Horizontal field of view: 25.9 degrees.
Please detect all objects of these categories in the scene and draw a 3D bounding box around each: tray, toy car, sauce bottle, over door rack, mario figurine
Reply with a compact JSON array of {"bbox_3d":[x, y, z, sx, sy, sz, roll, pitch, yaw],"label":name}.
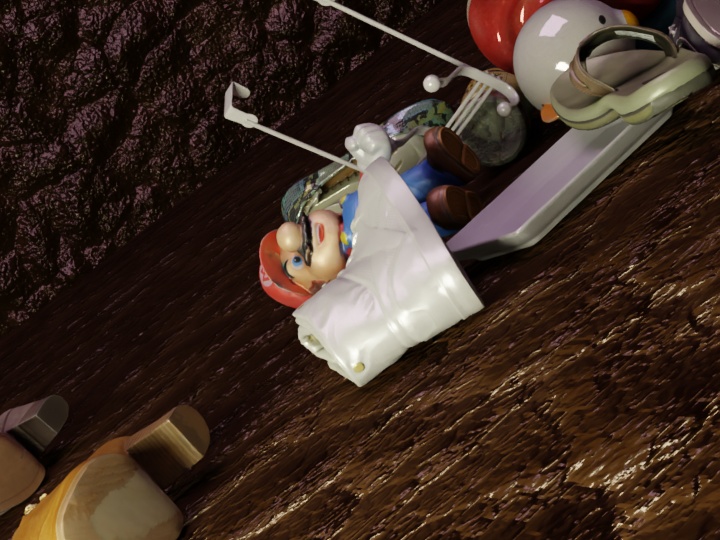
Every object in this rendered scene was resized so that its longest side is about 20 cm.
[{"bbox_3d":[0.142,-0.066,1.070,0.200,0.022,0.107,-42,11,-28],"label":"tray"},{"bbox_3d":[0.178,-0.189,1.225,0.176,0.184,0.201,-32,38,16],"label":"toy car"},{"bbox_3d":[0.119,-0.142,1.377,0.065,0.065,0.200,-33,10,15],"label":"sauce bottle"},{"bbox_3d":[0.002,-0.126,1.228,0.148,0.199,0.067,-53,14,37],"label":"over door rack"},{"bbox_3d":[-0.009,-0.033,1.178,0.199,0.106,0.124,-30,14,34],"label":"mario figurine"}]

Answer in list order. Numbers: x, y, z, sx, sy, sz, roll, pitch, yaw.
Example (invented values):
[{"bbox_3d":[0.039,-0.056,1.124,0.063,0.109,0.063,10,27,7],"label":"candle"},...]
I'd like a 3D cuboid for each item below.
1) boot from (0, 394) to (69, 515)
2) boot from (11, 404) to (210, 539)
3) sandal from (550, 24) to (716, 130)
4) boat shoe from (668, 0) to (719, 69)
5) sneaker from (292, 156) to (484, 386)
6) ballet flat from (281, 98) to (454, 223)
[{"bbox_3d":[-0.344,0.191,1.419,0.146,0.070,0.200,-36,7,36],"label":"boot"},{"bbox_3d":[-0.175,0.165,0.974,0.144,0.071,0.201,-39,5,21],"label":"boot"},{"bbox_3d":[0.178,-0.138,1.052,0.080,0.057,0.201,-37,10,-7],"label":"sandal"},{"bbox_3d":[0.254,-0.165,1.109,0.200,0.072,0.063,-75,-3,-66],"label":"boat shoe"},{"bbox_3d":[0.000,0.000,1.020,0.115,0.074,0.200,-35,24,5],"label":"sneaker"},{"bbox_3d":[0.013,-0.090,1.533,0.200,0.074,0.074,-35,10,14],"label":"ballet flat"}]
